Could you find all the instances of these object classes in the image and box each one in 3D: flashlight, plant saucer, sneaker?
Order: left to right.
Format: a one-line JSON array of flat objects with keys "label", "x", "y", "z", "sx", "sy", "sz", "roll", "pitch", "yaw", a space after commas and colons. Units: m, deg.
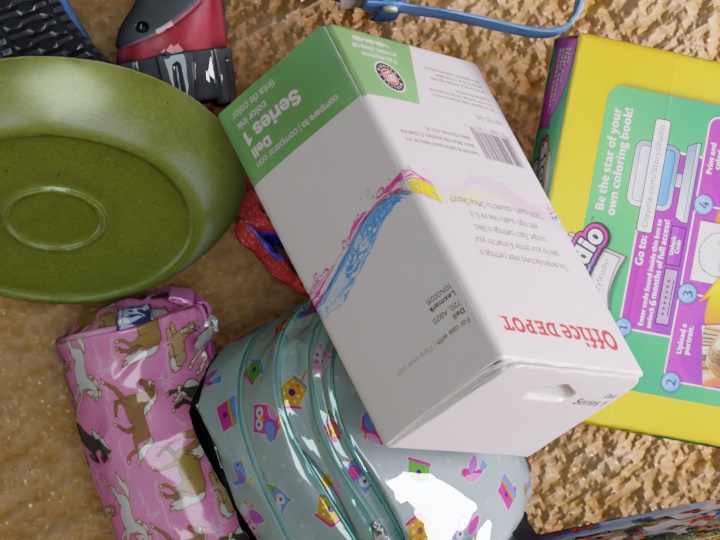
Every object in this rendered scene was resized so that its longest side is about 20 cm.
[{"label": "sneaker", "x": -0.185, "y": -0.131, "z": 1.546, "sx": 0.066, "sy": 0.078, "sz": 0.201, "roll": -23, "pitch": 76, "yaw": -22}, {"label": "plant saucer", "x": -0.159, "y": -0.037, "z": 1.495, "sx": 0.199, "sy": 0.200, "sz": 0.031, "roll": 5, "pitch": 55, "yaw": -7}, {"label": "flashlight", "x": -0.113, "y": -0.184, "z": 1.551, "sx": 0.068, "sy": 0.068, "sz": 0.201, "roll": -9, "pitch": 93, "yaw": 28}]

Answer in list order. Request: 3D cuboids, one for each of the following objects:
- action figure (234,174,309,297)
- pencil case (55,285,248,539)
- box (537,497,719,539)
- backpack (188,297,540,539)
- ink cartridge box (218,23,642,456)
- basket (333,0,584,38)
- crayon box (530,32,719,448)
[{"label": "action figure", "x": 0.000, "y": 0.000, "z": 1.560, "sx": 0.200, "sy": 0.099, "sz": 0.065, "roll": 39, "pitch": 87, "yaw": -5}, {"label": "pencil case", "x": -0.097, "y": 0.111, "z": 1.560, "sx": 0.083, "sy": 0.086, "sz": 0.201, "roll": -21, "pitch": 97, "yaw": -36}, {"label": "box", "x": 0.202, "y": 0.154, "z": 1.572, "sx": 0.199, "sy": 0.137, "sz": 0.038, "roll": -11, "pitch": 94, "yaw": -7}, {"label": "backpack", "x": 0.007, "y": 0.107, "z": 1.514, "sx": 0.126, "sy": 0.167, "sz": 0.201, "roll": -24, "pitch": 103, "yaw": 33}, {"label": "ink cartridge box", "x": 0.036, "y": -0.011, "z": 1.437, "sx": 0.084, "sy": 0.145, "sz": 0.201, "roll": -38, "pitch": 66, "yaw": 25}, {"label": "basket", "x": 0.026, "y": -0.221, "z": 1.524, "sx": 0.199, "sy": 0.139, "sz": 0.177, "roll": 6, "pitch": 80, "yaw": -3}, {"label": "crayon box", "x": 0.172, "y": -0.011, "z": 1.529, "sx": 0.172, "sy": 0.058, "sz": 0.201, "roll": 11, "pitch": 90, "yaw": -10}]
